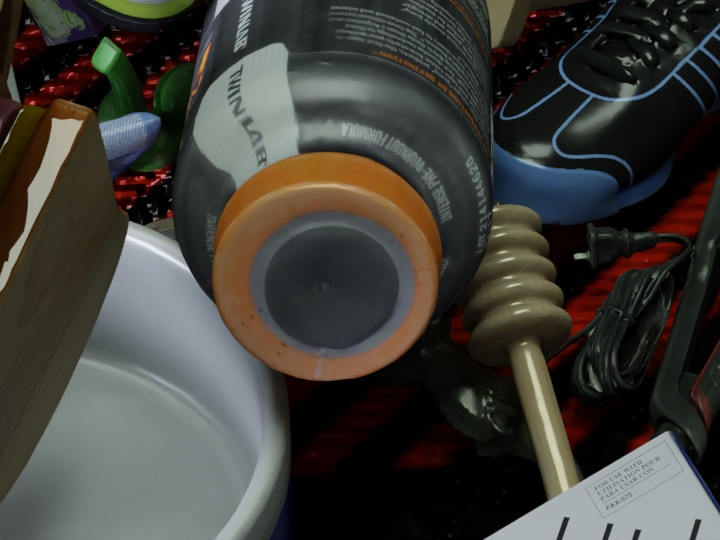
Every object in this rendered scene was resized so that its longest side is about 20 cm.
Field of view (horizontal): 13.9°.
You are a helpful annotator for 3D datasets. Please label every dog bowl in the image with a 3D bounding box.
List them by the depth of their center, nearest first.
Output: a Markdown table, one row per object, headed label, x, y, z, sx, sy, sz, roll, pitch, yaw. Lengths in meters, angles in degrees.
| label | x | y | z | sx | sy | sz | roll | pitch | yaw |
| --- | --- | --- | --- | --- | --- | --- | --- | --- | --- |
| dog bowl | -0.122 | 0.073 | 0.984 | 0.200 | 0.079 | 0.200 | -1 | 46 | 1 |

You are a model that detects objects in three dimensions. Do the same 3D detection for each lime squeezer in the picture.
| label | x | y | z | sx | sy | sz | roll | pitch | yaw |
| --- | --- | --- | --- | --- | --- | --- | --- | --- | --- |
| lime squeezer | -0.066 | -0.075 | 1.138 | 0.038 | 0.071 | 0.200 | 27 | 22 | 19 |

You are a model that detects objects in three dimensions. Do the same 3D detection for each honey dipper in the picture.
| label | x | y | z | sx | sy | sz | roll | pitch | yaw |
| --- | --- | --- | --- | --- | --- | --- | --- | --- | --- |
| honey dipper | 0.069 | 0.071 | 0.988 | 0.038 | 0.038 | 0.200 | -11 | 62 | -9 |

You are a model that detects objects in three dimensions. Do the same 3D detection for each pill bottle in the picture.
| label | x | y | z | sx | sy | sz | roll | pitch | yaw |
| --- | --- | --- | --- | --- | --- | --- | --- | --- | --- |
| pill bottle | -0.008 | -0.042 | 0.992 | 0.106 | 0.106 | 0.200 | 1 | 28 | 2 |

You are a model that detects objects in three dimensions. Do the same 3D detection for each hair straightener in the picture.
| label | x | y | z | sx | sy | sz | roll | pitch | yaw |
| --- | --- | --- | --- | --- | --- | --- | --- | --- | --- |
| hair straightener | 0.111 | 0.015 | 1.072 | 0.077 | 0.041 | 0.200 | 18 | 53 | 18 |

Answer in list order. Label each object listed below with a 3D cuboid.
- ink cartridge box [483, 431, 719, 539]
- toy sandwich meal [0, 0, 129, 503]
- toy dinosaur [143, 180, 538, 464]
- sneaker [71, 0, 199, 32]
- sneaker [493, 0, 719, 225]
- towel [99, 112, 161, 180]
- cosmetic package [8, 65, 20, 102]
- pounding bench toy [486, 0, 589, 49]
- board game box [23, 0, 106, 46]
| label | x | y | z | sx | sy | sz | roll | pitch | yaw |
| --- | --- | --- | --- | --- | --- | --- | --- | --- | --- |
| ink cartridge box | 0.034 | 0.141 | 0.894 | 0.200 | 0.044 | 0.094 | -31 | 50 | 2 |
| toy sandwich meal | -0.119 | -0.003 | 0.872 | 0.070 | 0.205 | 0.205 | 21 | 48 | 2 |
| toy dinosaur | 0.000 | 0.000 | 1.079 | 0.200 | 0.047 | 0.088 | 25 | 58 | 27 |
| sneaker | -0.051 | -0.174 | 1.055 | 0.072 | 0.083 | 0.200 | 17 | 60 | -4 |
| sneaker | 0.116 | -0.091 | 1.125 | 0.070 | 0.078 | 0.200 | 30 | 46 | 28 |
| towel | -0.179 | -0.024 | 1.053 | 0.200 | 0.147 | 0.024 | -13 | 88 | -14 |
| cosmetic package | -0.199 | -0.133 | 1.037 | 0.081 | 0.200 | 0.113 | -12 | -2 | 32 |
| pounding bench toy | 0.034 | -0.192 | 1.169 | 0.200 | 0.124 | 0.156 | 35 | 30 | 29 |
| board game box | -0.091 | -0.189 | 1.119 | 0.032 | 0.120 | 0.200 | -4 | 35 | 31 |
